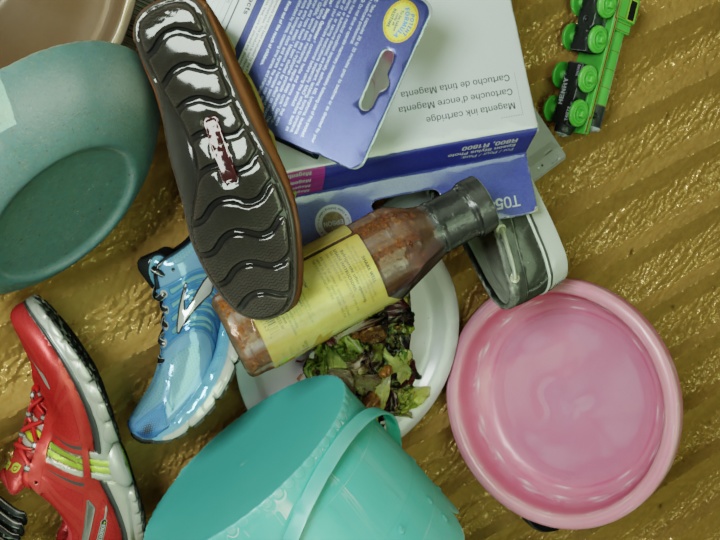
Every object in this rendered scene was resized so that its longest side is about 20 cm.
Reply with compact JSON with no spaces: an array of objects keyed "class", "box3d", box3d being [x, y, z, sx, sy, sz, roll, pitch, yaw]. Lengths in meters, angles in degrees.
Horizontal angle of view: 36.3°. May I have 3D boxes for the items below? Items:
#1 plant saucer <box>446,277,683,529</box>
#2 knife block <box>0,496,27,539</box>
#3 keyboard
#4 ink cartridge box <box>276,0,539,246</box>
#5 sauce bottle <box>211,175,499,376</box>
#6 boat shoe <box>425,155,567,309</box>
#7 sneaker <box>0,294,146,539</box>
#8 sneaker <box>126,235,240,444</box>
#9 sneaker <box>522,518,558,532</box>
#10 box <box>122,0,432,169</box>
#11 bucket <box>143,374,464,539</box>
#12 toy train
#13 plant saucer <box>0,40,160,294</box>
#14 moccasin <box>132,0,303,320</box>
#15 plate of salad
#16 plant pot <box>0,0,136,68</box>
[{"class":"plant saucer","box3d":[0.167,0.105,0.893,0.051,0.199,0.202,-7,108,-56]},{"class":"knife block","box3d":[-0.313,0.167,0.700,0.198,0.064,0.177,7,119,-10]},{"class":"keyboard","box3d":[0.085,-0.065,0.870,0.199,0.011,0.056,-36,87,-27]},{"class":"ink cartridge box","box3d":[0.021,-0.123,0.767,0.195,0.043,0.202,-12,86,-11]},{"class":"sauce bottle","box3d":[0.000,0.000,0.737,0.199,0.066,0.066,-27,114,-8]},{"class":"boat shoe","box3d":[0.085,-0.068,0.825,0.063,0.071,0.201,-25,84,-27]},{"class":"sneaker","box3d":[-0.207,0.117,0.749,0.084,0.077,0.202,-19,110,-15]},{"class":"sneaker","box3d":[-0.125,0.024,0.779,0.089,0.078,0.201,25,81,-21]},{"class":"sneaker","box3d":[0.199,0.145,0.953,0.076,0.114,0.201,16,96,-29]},{"class":"box","box3d":[-0.064,-0.155,0.719,0.199,0.032,0.122,25,90,8]},{"class":"bucket","box3d":[-0.041,0.180,0.766,0.207,0.207,0.135,-41,106,-13]},{"class":"toy train","box3d":[0.201,-0.207,0.910,0.056,0.042,0.202,8,98,-40]},{"class":"plant saucer","box3d":[-0.189,-0.046,0.663,0.201,0.039,0.201,-41,162,-17]},{"class":"moccasin","box3d":[-0.084,-0.068,0.678,0.073,0.078,0.203,-23,95,9]},{"class":"plate of salad","box3d":[-0.002,0.058,0.859,0.199,0.048,0.202,-7,106,-28]},{"class":"plant pot","box3d":[-0.238,-0.184,0.645,0.199,0.093,0.203,-7,105,-26]}]
